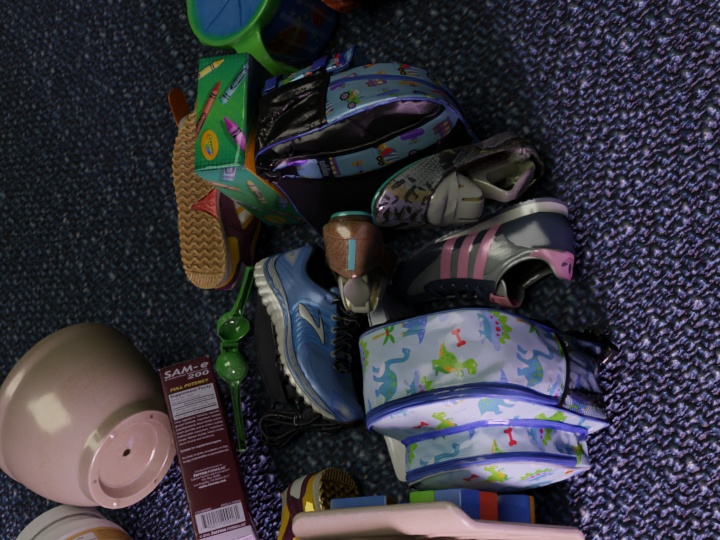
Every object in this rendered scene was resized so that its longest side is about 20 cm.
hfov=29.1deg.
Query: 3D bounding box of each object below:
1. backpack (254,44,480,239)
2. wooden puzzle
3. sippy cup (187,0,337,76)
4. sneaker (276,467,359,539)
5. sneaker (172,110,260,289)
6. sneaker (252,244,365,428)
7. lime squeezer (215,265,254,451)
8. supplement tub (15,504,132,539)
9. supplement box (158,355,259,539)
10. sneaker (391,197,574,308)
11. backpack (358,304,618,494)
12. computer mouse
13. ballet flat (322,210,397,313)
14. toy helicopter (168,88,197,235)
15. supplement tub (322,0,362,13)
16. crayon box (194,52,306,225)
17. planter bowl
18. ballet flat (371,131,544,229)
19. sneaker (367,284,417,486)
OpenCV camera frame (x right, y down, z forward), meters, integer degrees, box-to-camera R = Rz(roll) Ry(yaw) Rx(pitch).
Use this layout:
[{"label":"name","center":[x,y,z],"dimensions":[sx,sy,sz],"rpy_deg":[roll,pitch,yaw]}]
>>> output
[{"label":"backpack","center":[0.016,-0.130,1.356],"dimensions":[0.198,0.183,0.136],"rpy_deg":[-20,48,22]},{"label":"wooden puzzle","center":[0.069,0.216,1.200],"dimensions":[0.184,0.199,0.047],"rpy_deg":[-12,67,38]},{"label":"sippy cup","center":[-0.099,-0.291,1.523],"dimensions":[0.139,0.130,0.180],"rpy_deg":[12,87,41]},{"label":"sneaker","center":[-0.039,0.301,1.364],"dimensions":[0.090,0.074,0.202],"rpy_deg":[-27,56,42]},{"label":"sneaker","center":[-0.152,-0.081,1.514],"dimensions":[0.074,0.090,0.203],"rpy_deg":[2,90,26]},{"label":"sneaker","center":[-0.036,0.060,1.373],"dimensions":[0.089,0.078,0.202],"rpy_deg":[-28,68,14]},{"label":"lime squeezer","center":[-0.130,0.089,1.504],"dimensions":[0.070,0.037,0.203],"rpy_deg":[16,105,49]},{"label":"supplement tub","center":[-0.286,0.362,1.505],"dimensions":[0.200,0.144,0.145],"rpy_deg":[41,105,40]},{"label":"supplement box","center":[-0.156,0.204,1.450],"dimensions":[0.060,0.109,0.202],"rpy_deg":[-14,63,-4]},{"label":"sneaker","center":[0.112,0.004,1.304],"dimensions":[0.199,0.070,0.083],"rpy_deg":[-27,59,34]},{"label":"backpack","center":[0.102,0.113,1.191],"dimensions":[0.182,0.199,0.149],"rpy_deg":[-18,62,35]},{"label":"computer mouse","center":[-0.071,0.076,1.455],"dimensions":[0.138,0.052,0.202],"rpy_deg":[-19,67,37]},{"label":"ballet flat","center":[0.000,0.000,1.296],"dimensions":[0.067,0.200,0.073],"rpy_deg":[-1,80,3]},{"label":"toy helicopter","center":[-0.177,-0.133,1.588],"dimensions":[0.131,0.078,0.202],"rpy_deg":[17,94,43]},{"label":"supplement tub","center":[0.023,-0.371,1.444],"dimensions":[0.200,0.122,0.123],"rpy_deg":[-41,56,25]},{"label":"crayon box","center":[-0.105,-0.131,1.437],"dimensions":[0.058,0.200,0.120],"rpy_deg":[-4,75,18]},{"label":"planter bowl","center":[-0.286,0.176,1.520],"dimensions":[0.134,0.199,0.202],"rpy_deg":[30,98,37]},{"label":"ballet flat","center":[0.099,-0.078,1.264],"dimensions":[0.072,0.199,0.073],"rpy_deg":[24,126,39]},{"label":"sneaker","center":[0.033,0.111,1.342],"dimensions":[0.070,0.073,0.202],"rpy_deg":[-31,60,29]}]
